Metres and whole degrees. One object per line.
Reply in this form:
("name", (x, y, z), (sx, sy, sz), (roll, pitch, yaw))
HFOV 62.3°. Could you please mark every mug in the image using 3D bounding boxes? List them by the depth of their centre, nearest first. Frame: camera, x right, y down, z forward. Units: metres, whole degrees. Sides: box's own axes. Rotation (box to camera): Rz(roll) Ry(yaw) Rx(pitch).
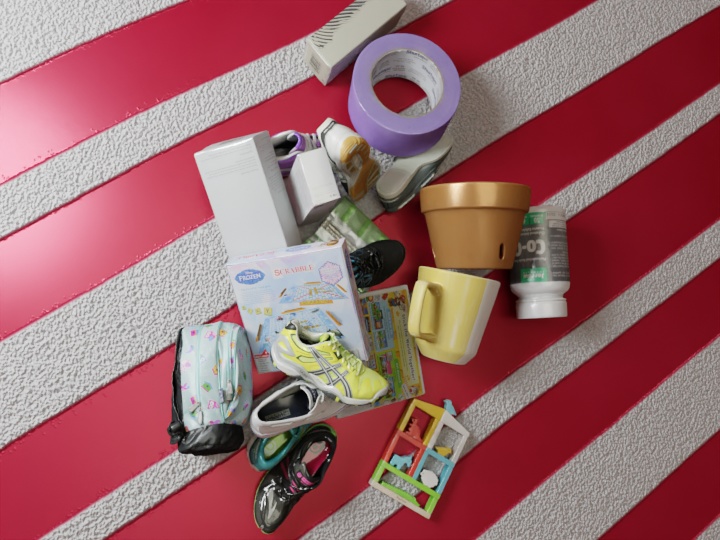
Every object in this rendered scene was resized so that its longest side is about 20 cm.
("mug", (0.147, 0.079, 1.061), (0.182, 0.149, 0.157), (11, 91, -19))

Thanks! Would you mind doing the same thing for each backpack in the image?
("backpack", (-0.236, 0.185, 0.952), (0.123, 0.167, 0.205), (-3, 70, -9))

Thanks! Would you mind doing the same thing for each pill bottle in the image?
("pill bottle", (0.337, -0.013, 1.127), (0.110, 0.113, 0.205), (-1, 84, -14))

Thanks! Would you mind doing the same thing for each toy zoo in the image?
("toy zoo", (0.116, 0.328, 1.089), (0.130, 0.020, 0.203), (31, 78, -9))

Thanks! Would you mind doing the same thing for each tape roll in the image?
("tape roll", (0.078, -0.319, 1.085), (0.195, 0.085, 0.205), (2, 74, -6))

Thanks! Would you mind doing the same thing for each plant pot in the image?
("plant pot", (0.204, -0.073, 1.061), (0.195, 0.200, 0.144), (0, 90, -14))

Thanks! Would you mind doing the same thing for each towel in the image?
("towel", (-0.040, -0.013, 1.081), (0.149, 0.031, 0.201), (43, 75, -10))

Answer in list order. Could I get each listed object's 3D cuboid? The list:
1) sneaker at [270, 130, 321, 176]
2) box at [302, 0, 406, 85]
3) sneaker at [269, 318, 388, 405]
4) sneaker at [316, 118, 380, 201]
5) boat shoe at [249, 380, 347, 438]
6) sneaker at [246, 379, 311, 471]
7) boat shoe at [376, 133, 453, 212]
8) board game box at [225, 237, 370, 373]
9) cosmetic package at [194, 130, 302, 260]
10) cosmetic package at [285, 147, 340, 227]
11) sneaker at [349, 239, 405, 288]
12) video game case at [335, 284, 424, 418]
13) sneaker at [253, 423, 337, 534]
("sneaker", (-0.085, -0.211, 1.040), (0.196, 0.114, 0.074), (-19, 88, -16))
("box", (-0.011, -0.439, 1.096), (0.200, 0.082, 0.069), (-44, 95, -15))
("sneaker", (-0.044, 0.145, 0.932), (0.196, 0.076, 0.078), (22, 115, -3))
("sneaker", (-0.021, -0.194, 1.025), (0.087, 0.201, 0.076), (42, 81, 19))
("boat shoe", (-0.081, 0.209, 0.953), (0.197, 0.066, 0.074), (-24, 72, -26))
("sneaker", (-0.111, 0.254, 1.005), (0.077, 0.079, 0.201), (40, 68, -9))
("boat shoe", (0.104, -0.186, 1.122), (0.072, 0.062, 0.200), (30, 63, 33))
("board game box", (-0.098, 0.061, 0.968), (0.195, 0.041, 0.204), (-8, 111, 12))
("cosmetic package", (-0.180, -0.113, 0.977), (0.110, 0.081, 0.204), (-10, 109, 14))
("cosmetic package", (-0.082, -0.133, 0.988), (0.050, 0.200, 0.084), (-20, 90, -14))
("sneaker", (0.000, 0.000, 1.034), (0.197, 0.082, 0.075), (-24, 92, -18))
("video game case", (0.021, 0.141, 1.063), (0.178, 0.023, 0.205), (-9, 89, -25))
("sneaker", (-0.110, 0.346, 0.998), (0.076, 0.084, 0.202), (37, 77, -7))
